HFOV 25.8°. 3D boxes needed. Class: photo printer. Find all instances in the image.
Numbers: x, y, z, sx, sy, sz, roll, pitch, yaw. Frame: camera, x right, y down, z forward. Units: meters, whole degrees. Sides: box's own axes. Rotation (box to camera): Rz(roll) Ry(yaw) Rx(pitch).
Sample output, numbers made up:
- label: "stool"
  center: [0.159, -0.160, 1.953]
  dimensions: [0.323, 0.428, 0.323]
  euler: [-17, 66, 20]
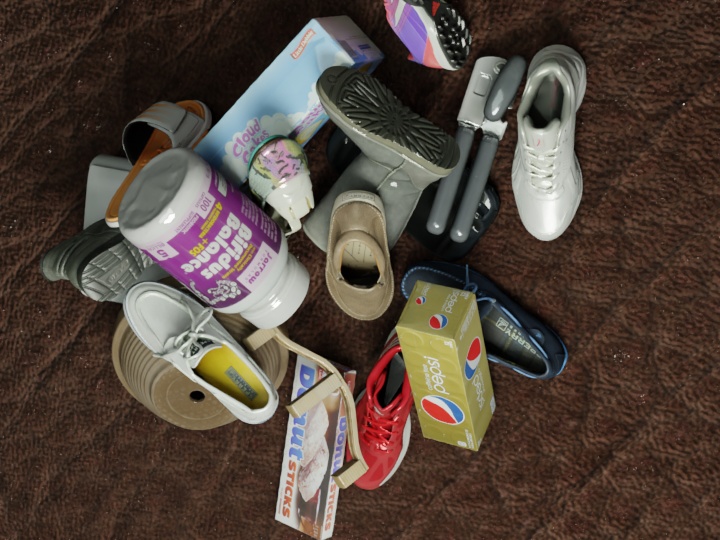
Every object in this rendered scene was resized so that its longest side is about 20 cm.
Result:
- label: "photo printer"
  center: [-0.214, -0.034, 1.774]
  dimensions: [0.198, 0.069, 0.168]
  euler: [11, 104, 15]

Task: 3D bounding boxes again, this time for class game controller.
- label: "game controller"
  center: [0.054, -0.100, 1.698]
  dimensions: [0.200, 0.042, 0.105]
  euler: [41, 124, 7]

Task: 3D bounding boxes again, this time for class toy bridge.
- label: "toy bridge"
  center: [-0.049, 0.133, 1.693]
  dimensions: [0.067, 0.027, 0.201]
  euler: [-34, 96, -19]

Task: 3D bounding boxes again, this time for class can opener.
- label: "can opener"
  center: [0.118, -0.131, 1.635]
  dimensions: [0.052, 0.066, 0.202]
  euler: [19, 90, 3]

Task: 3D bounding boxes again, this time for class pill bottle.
- label: "pill bottle"
  center: [-0.145, -0.027, 1.617]
  dimensions: [0.112, 0.113, 0.200]
  euler: [-34, 127, 20]

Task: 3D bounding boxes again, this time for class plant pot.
- label: "plant pot"
  center: [-0.178, 0.109, 1.733]
  dimensions: [0.198, 0.093, 0.203]
  euler: [-1, 128, -1]

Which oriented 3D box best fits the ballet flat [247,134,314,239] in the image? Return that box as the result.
- label: "ballet flat"
  center: [-0.081, -0.077, 1.653]
  dimensions: [0.069, 0.200, 0.072]
  euler: [-26, 77, -13]

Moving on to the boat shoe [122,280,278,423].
- label: "boat shoe"
  center: [-0.167, 0.081, 1.625]
  dimensions: [0.202, 0.086, 0.075]
  euler: [44, 79, 4]

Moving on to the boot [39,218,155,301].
- label: "boot"
  center: [-0.245, -0.042, 1.696]
  dimensions: [0.130, 0.199, 0.068]
  euler: [21, 136, 56]

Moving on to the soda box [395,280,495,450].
- label: "soda box"
  center: [0.091, 0.101, 1.645]
  dimensions: [0.067, 0.064, 0.201]
  euler: [12, 143, 22]

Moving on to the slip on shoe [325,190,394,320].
- label: "slip on shoe"
  center: [0.000, 0.000, 1.661]
  dimensions: [0.075, 0.061, 0.201]
  euler: [2, 143, 0]

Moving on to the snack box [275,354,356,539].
- label: "snack box"
  center: [-0.052, 0.199, 1.782]
  dimensions: [0.071, 0.024, 0.202]
  euler: [18, 107, 35]

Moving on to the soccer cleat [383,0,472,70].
- label: "soccer cleat"
  center: [0.046, -0.280, 1.598]
  dimensions: [0.073, 0.069, 0.200]
  euler: [6, 147, 34]

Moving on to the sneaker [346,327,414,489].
- label: "sneaker"
  center: [0.016, 0.158, 1.714]
  dimensions: [0.078, 0.115, 0.202]
  euler: [18, 106, 13]

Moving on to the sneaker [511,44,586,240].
- label: "sneaker"
  center: [0.185, -0.127, 1.612]
  dimensions: [0.077, 0.099, 0.203]
  euler: [3, 102, 17]

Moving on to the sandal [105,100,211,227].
- label: "sandal"
  center: [-0.224, -0.132, 1.689]
  dimensions: [0.078, 0.208, 0.060]
  euler: [-8, 128, 30]

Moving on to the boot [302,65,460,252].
- label: "boot"
  center: [-0.008, -0.103, 1.647]
  dimensions: [0.181, 0.073, 0.200]
  euler: [37, 142, -8]

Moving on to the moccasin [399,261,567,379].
- label: "moccasin"
  center: [0.131, 0.049, 1.681]
  dimensions: [0.198, 0.068, 0.081]
  euler: [25, 107, 12]

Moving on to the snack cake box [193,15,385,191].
- label: "snack cake box"
  center: [-0.075, -0.177, 1.677]
  dimensions: [0.067, 0.115, 0.200]
  euler: [46, 110, 4]
